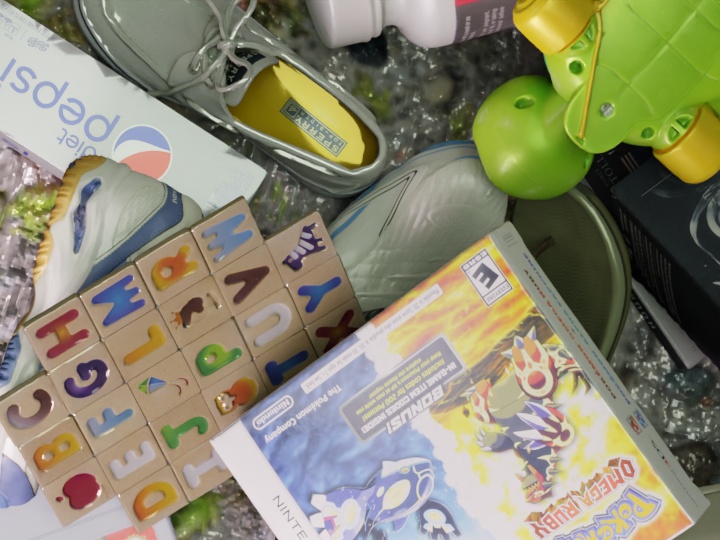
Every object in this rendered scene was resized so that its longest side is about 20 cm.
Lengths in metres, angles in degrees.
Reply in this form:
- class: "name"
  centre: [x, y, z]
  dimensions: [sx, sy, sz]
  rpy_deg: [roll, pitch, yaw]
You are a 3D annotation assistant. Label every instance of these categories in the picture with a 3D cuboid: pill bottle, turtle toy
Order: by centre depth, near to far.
- class: "turtle toy"
  centre: [0.140, -0.118, 1.360]
  dimensions: [0.146, 0.101, 0.200]
  rpy_deg: [41, 93, -18]
- class: "pill bottle"
  centre: [0.067, -0.188, 1.427]
  dimensions: [0.199, 0.111, 0.111]
  rpy_deg: [-16, 91, -9]

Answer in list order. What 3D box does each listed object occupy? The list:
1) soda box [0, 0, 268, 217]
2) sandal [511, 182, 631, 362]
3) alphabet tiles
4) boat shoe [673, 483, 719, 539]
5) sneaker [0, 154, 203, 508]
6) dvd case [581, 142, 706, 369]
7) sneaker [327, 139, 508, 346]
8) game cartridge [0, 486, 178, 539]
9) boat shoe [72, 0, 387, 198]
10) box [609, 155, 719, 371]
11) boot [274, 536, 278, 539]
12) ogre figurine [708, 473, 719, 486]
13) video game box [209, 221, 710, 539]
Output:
- class: "soda box"
  centre: [-0.152, -0.080, 1.410]
  dimensions: [0.200, 0.068, 0.064]
  rpy_deg: [33, 85, -8]
- class: "sandal"
  centre: [0.098, 0.045, 1.422]
  dimensions: [0.057, 0.080, 0.202]
  rpy_deg: [-6, 110, -51]
- class: "alphabet tiles"
  centre: [-0.092, 0.053, 1.362]
  dimensions: [0.200, 0.006, 0.167]
  rpy_deg: [-31, 132, -9]
- class: "boat shoe"
  centre: [0.198, 0.160, 1.422]
  dimensions: [0.061, 0.201, 0.072]
  rpy_deg: [64, 37, -39]
- class: "sneaker"
  centre: [-0.144, 0.043, 1.363]
  dimensions: [0.088, 0.075, 0.201]
  rpy_deg: [19, 104, -7]
- class: "dvd case"
  centre: [0.226, -0.060, 1.494]
  dimensions: [0.200, 0.025, 0.151]
  rpy_deg: [-36, 94, -9]
- class: "sneaker"
  centre: [0.000, 0.000, 1.441]
  dimensions: [0.200, 0.072, 0.072]
  rpy_deg: [-36, 102, 6]
- class: "game cartridge"
  centre: [-0.154, 0.200, 1.422]
  dimensions: [0.133, 0.041, 0.201]
  rpy_deg: [-20, 92, -5]
- class: "boat shoe"
  centre: [-0.070, -0.110, 1.413]
  dimensions: [0.202, 0.086, 0.075]
  rpy_deg: [37, 80, -4]
- class: "box"
  centre: [0.271, -0.019, 1.398]
  dimensions: [0.200, 0.104, 0.182]
  rpy_deg: [-37, 64, -8]
- class: "boot"
  centre: [0.068, 0.134, 1.396]
  dimensions: [0.211, 0.079, 0.158]
  rpy_deg: [32, 105, 6]
- class: "ogre figurine"
  centre: [0.278, 0.130, 1.465]
  dimensions: [0.200, 0.098, 0.120]
  rpy_deg: [-35, 105, 27]
- class: "video game box"
  centre: [0.049, 0.106, 1.333]
  dimensions: [0.200, 0.047, 0.182]
  rpy_deg: [-37, 88, 21]
